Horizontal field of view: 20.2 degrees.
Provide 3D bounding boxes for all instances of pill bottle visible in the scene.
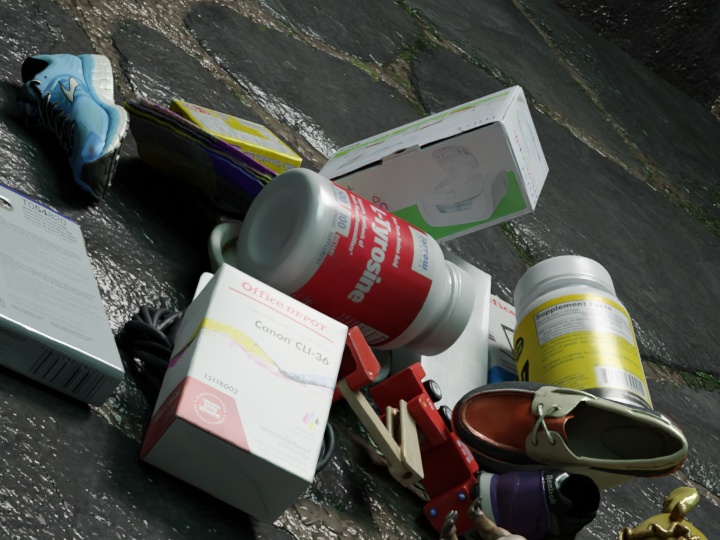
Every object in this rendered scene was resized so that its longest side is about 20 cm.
[{"bbox_3d":[0.000,0.000,1.747,0.199,0.112,0.113,27,23,-34],"label":"pill bottle"},{"bbox_3d":[0.198,0.089,1.828,0.114,0.114,0.201,29,34,-29],"label":"pill bottle"}]

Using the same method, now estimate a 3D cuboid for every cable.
[{"bbox_3d":[-0.102,0.093,1.596,0.163,0.051,0.200,22,27,-43],"label":"cable"}]

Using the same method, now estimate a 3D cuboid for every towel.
[{"bbox_3d":[-0.124,-0.084,1.840,0.199,0.023,0.144,30,-16,8],"label":"towel"}]

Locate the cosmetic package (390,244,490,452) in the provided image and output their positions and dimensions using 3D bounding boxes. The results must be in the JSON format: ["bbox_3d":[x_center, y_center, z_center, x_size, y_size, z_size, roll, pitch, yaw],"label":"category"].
[{"bbox_3d":[0.073,0.073,1.874,0.082,0.051,0.201,32,43,-27],"label":"cosmetic package"}]

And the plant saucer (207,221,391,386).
[{"bbox_3d":[-0.063,0.041,1.784,0.200,0.050,0.200,35,20,-15],"label":"plant saucer"}]

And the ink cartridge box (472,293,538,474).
[{"bbox_3d":[0.145,0.116,1.960,0.145,0.084,0.201,29,23,-28],"label":"ink cartridge box"}]

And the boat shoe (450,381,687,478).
[{"bbox_3d":[0.174,0.133,1.687,0.198,0.072,0.063,11,-8,3],"label":"boat shoe"}]

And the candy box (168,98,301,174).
[{"bbox_3d":[-0.125,-0.129,1.961,0.101,0.027,0.200,14,9,-16],"label":"candy box"}]

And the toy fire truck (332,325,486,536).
[{"bbox_3d":[0.038,0.137,1.679,0.201,0.049,0.141,61,19,1],"label":"toy fire truck"}]

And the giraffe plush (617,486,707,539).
[{"bbox_3d":[0.232,0.263,1.653,0.199,0.162,0.173,22,35,-39],"label":"giraffe plush"}]

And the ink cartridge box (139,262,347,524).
[{"bbox_3d":[-0.082,0.076,1.530,0.116,0.068,0.201,28,43,-15],"label":"ink cartridge box"}]

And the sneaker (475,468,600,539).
[{"bbox_3d":[0.171,0.211,1.734,0.200,0.087,0.076,29,51,-66],"label":"sneaker"}]

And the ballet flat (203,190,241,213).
[{"bbox_3d":[-0.082,-0.080,2.000,0.199,0.068,0.062,21,17,-46],"label":"ballet flat"}]

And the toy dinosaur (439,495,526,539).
[{"bbox_3d":[0.110,0.251,1.546,0.135,0.200,0.086,43,57,-5],"label":"toy dinosaur"}]

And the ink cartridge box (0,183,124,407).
[{"bbox_3d":[-0.278,-0.005,1.492,0.199,0.041,0.200,28,22,-32],"label":"ink cartridge box"}]

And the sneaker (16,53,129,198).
[{"bbox_3d":[-0.261,-0.130,1.789,0.089,0.079,0.200,9,28,-23],"label":"sneaker"}]

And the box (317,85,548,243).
[{"bbox_3d":[0.066,-0.089,1.920,0.177,0.199,0.097,-62,132,-72],"label":"box"}]
